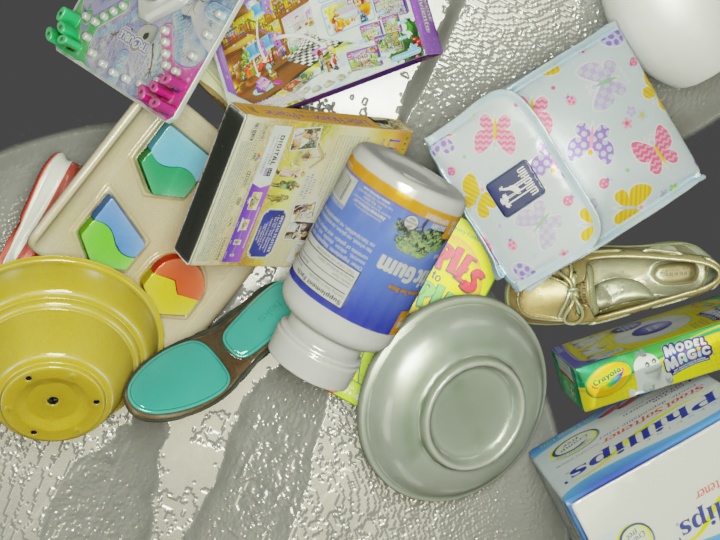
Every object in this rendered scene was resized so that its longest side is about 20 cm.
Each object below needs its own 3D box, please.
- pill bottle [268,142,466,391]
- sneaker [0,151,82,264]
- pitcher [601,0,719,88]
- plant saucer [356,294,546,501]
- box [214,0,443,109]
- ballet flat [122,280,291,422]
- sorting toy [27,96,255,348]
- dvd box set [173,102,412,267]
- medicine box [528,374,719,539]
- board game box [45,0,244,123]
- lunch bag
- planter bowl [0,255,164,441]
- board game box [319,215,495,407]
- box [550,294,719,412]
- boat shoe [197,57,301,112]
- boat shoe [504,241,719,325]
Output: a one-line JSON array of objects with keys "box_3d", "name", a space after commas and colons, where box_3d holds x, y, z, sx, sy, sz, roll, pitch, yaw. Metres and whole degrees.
[{"box_3d": [0.000, 0.000, 1.406, 0.111, 0.112, 0.201, 27, 103, -6], "name": "pill bottle"}, {"box_3d": [-0.269, 0.005, 1.464, 0.114, 0.078, 0.202, 24, 95, -4], "name": "sneaker"}, {"box_3d": [0.276, -0.283, 1.454, 0.201, 0.121, 0.172, 54, 52, -15], "name": "pitcher"}, {"box_3d": [0.094, 0.124, 1.473, 0.198, 0.050, 0.203, -8, 109, -25], "name": "plant saucer"}, {"box_3d": [-0.039, -0.218, 1.365, 0.198, 0.039, 0.138, -16, 91, 29], "name": "box"}, {"box_3d": [-0.128, 0.084, 1.459, 0.199, 0.069, 0.068, -32, 76, -24], "name": "ballet flat"}, {"box_3d": [-0.169, -0.040, 1.442, 0.200, 0.036, 0.186, 39, 89, -31], "name": "sorting toy"}, {"box_3d": [-0.056, -0.071, 1.412, 0.199, 0.029, 0.147, 0, 122, -43], "name": "dvd box set"}, {"box_3d": [0.265, 0.184, 1.450, 0.181, 0.200, 0.104, -29, 97, 0], "name": "medicine box"}, {"box_3d": [-0.175, -0.252, 1.400, 0.026, 0.199, 0.201, 26, 95, -48], "name": "board game box"}, {"box_3d": [0.179, -0.096, 1.442, 0.199, 0.127, 0.171, -29, 89, -7], "name": "lunch bag"}, {"box_3d": [-0.270, 0.089, 1.418, 0.198, 0.084, 0.202, -5, 130, -6], "name": "planter bowl"}, {"box_3d": [0.050, 0.039, 1.500, 0.101, 0.048, 0.202, 27, 94, -5], "name": "board game box"}, {"box_3d": [0.283, 0.071, 1.483, 0.198, 0.117, 0.049, -16, 97, -2], "name": "box"}, {"box_3d": [-0.088, -0.160, 1.459, 0.200, 0.074, 0.066, 43, 97, -6], "name": "boat shoe"}, {"box_3d": [0.234, 0.012, 1.501, 0.198, 0.063, 0.074, -5, 96, -3], "name": "boat shoe"}]
